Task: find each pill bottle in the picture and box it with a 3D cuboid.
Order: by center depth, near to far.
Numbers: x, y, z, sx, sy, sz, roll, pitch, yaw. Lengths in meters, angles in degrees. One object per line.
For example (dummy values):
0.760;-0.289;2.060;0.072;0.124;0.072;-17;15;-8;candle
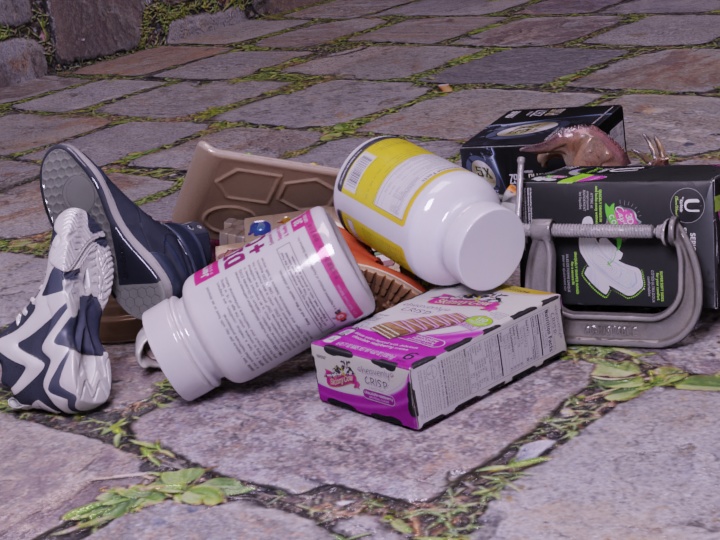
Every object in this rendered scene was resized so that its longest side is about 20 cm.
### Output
-0.096;0.034;1.351;0.199;0.114;0.113;-29;17;3;pill bottle
0.068;-0.053;1.401;0.111;0.113;0.200;-18;30;-28;pill bottle

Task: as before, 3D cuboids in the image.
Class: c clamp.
0.225;-0.013;1.345;0.198;0.173;0.027;8;0;27;c clamp

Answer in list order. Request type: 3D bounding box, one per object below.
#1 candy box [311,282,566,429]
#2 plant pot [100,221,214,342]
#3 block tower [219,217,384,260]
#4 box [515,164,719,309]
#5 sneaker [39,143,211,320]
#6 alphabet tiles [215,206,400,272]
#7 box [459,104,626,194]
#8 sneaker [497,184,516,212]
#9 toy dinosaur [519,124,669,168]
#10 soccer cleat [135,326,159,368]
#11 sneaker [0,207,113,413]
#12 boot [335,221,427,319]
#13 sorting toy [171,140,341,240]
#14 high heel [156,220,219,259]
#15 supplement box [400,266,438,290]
0.074;0.070;1.319;0.199;0.062;0.136;-22;21;-38;candy box
-0.248;0.003;1.628;0.199;0.094;0.201;-9;17;3;plant pot
-0.064;-0.013;1.600;0.198;0.055;0.058;9;21;17;block tower
0.273;-0.038;1.428;0.198;0.126;0.148;2;11;28;box
-0.238;-0.048;1.499;0.077;0.203;0.146;-36;-3;25;sneaker
-0.057;0.000;1.538;0.198;0.008;0.168;-8;51;3;alphabet tiles
0.243;-0.150;1.883;0.162;0.087;0.200;0;20;28;box
0.200;-0.054;1.620;0.199;0.080;0.074;6;20;35;sneaker
0.286;-0.124;1.682;0.135;0.199;0.086;-43;21;41;toy dinosaur
-0.130;0.063;1.440;0.198;0.070;0.078;-13;21;10;soccer cleat
-0.311;0.045;1.407;0.129;0.201;0.079;-13;-12;26;sneaker
0.000;0.000;1.474;0.199;0.076;0.107;22;35;21;boot
-0.103;-0.080;1.635;0.198;0.037;0.185;12;-30;-13;sorting toy
-0.239;-0.032;1.812;0.096;0.068;0.199;-1;10;-44;high heel
0.074;-0.035;1.626;0.066;0.070;0.200;1;16;0;supplement box
